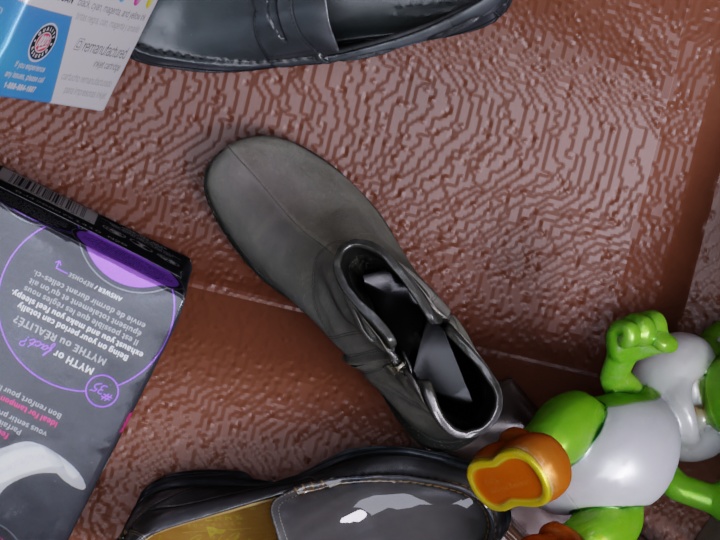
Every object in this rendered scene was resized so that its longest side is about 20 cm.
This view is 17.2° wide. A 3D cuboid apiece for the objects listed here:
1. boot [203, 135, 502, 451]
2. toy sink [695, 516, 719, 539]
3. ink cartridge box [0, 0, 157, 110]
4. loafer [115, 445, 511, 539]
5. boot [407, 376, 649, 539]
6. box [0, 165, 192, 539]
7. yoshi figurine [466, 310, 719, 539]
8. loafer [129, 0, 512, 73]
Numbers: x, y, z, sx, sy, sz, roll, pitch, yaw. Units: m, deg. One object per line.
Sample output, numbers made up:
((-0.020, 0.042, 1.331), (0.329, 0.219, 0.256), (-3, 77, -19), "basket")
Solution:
((0.000, 0.000, 1.132), (0.068, 0.131, 0.200), (-41, 81, -6), "boot")
((0.255, 0.134, 1.139), (0.112, 0.200, 0.131), (34, 95, -6), "toy sink")
((-0.156, -0.197, 1.089), (0.144, 0.147, 0.201), (29, 98, 14), "ink cartridge box")
((-0.026, 0.134, 1.170), (0.199, 0.072, 0.073), (-10, 103, 17), "loafer")
((0.072, 0.176, 1.213), (0.200, 0.064, 0.186), (42, 96, -3), "boot")
((-0.178, 0.065, 1.164), (0.122, 0.106, 0.201), (27, 97, -6), "box")
((0.152, 0.077, 1.134), (0.112, 0.200, 0.113), (38, 136, 22), "yoshi figurine")
((-0.024, -0.134, 1.157), (0.200, 0.070, 0.068), (-7, 98, 0), "loafer")
